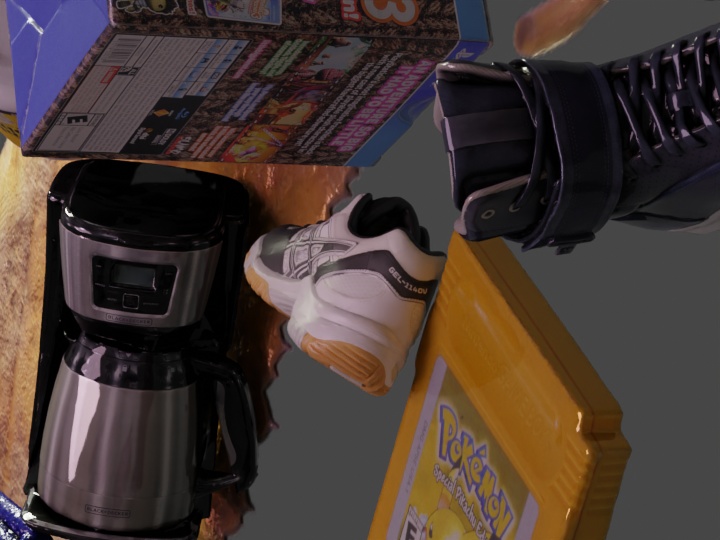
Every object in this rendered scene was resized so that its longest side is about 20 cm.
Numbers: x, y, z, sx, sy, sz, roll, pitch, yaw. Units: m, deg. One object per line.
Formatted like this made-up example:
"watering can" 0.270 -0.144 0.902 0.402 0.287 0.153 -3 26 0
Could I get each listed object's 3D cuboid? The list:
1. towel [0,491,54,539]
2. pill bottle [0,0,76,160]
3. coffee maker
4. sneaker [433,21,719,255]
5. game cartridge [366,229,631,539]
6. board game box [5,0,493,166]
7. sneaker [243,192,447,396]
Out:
"towel" -0.177 0.225 1.808 0.200 0.049 0.148 55 166 -21
"pill bottle" -0.188 -0.131 1.825 0.200 0.111 0.113 66 -161 -79
"coffee maker" -0.141 0.038 1.754 0.192 0.134 0.201 -138 53 -60
"sneaker" 0.112 -0.062 1.158 0.202 0.145 0.077 140 128 -59
"game cartridge" 0.061 0.109 1.415 0.177 0.032 0.201 -123 38 -51
"board game box" -0.060 -0.128 1.480 0.159 0.199 0.097 137 129 -58
"sneaker" 0.000 0.000 1.530 0.088 0.075 0.200 -57 20 4
